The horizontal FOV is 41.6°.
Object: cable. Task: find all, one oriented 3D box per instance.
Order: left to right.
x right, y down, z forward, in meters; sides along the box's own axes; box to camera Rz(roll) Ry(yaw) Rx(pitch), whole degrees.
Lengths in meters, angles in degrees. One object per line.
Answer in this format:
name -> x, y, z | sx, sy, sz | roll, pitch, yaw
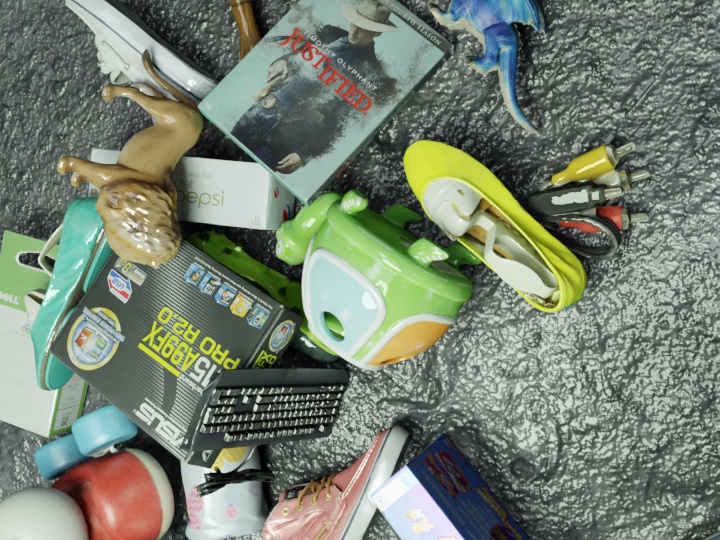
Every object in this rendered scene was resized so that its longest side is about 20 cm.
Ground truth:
cable -> 0.159, -0.055, 0.853 | 0.200, 0.050, 0.097 | -5, 108, 32

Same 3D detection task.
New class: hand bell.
hand bell -> -0.113, -0.254, 0.918 | 0.104, 0.104, 0.201 | -13, 101, 19

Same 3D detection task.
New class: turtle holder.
turtle holder -> 0.001, 0.003, 0.843 | 0.185, 0.141, 0.132 | 31, 102, 2

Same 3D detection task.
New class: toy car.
toy car -> -0.298, 0.254, 0.913 | 0.177, 0.200, 0.185 | -34, 76, 40

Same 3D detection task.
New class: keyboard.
keyboard -> -0.085, 0.146, 0.854 | 0.021, 0.200, 0.127 | 30, 102, 32

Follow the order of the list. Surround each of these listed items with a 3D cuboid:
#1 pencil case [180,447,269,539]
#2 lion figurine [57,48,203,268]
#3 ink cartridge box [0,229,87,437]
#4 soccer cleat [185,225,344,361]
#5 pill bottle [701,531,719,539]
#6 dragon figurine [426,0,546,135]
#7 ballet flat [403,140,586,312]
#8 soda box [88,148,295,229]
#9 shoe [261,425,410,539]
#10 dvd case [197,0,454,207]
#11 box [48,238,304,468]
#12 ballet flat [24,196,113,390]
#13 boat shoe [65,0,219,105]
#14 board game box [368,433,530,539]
pencil case -> -0.140, 0.162, 0.933 | 0.083, 0.091, 0.201 | -6, 93, -10
lion figurine -> -0.193, -0.106, 0.873 | 0.122, 0.072, 0.200 | 20, 73, 7
ink cartridge box -> -0.339, 0.065, 1.011 | 0.104, 0.059, 0.201 | 15, 97, 17
soccer cleat -> -0.099, 0.036, 0.930 | 0.200, 0.067, 0.081 | 36, 118, 17
pill bottle -> 0.286, 0.283, 0.770 | 0.200, 0.120, 0.120 | -32, 82, 18
dragon figurine -> 0.128, -0.224, 0.834 | 0.099, 0.059, 0.200 | -34, 80, 18
ballet flat -> 0.110, -0.036, 0.817 | 0.200, 0.067, 0.067 | 41, 130, 4
soda box -> -0.167, -0.081, 0.939 | 0.199, 0.068, 0.064 | 6, 94, 19
shoe -> -0.031, 0.221, 0.903 | 0.091, 0.071, 0.200 | 27, 105, 11
dvd case -> -0.033, -0.177, 0.878 | 0.146, 0.022, 0.200 | 42, 83, 13
box -> -0.172, 0.059, 0.871 | 0.200, 0.044, 0.160 | 31, 86, 29
ballet flat -> -0.289, 0.018, 0.934 | 0.070, 0.067, 0.200 | 27, 101, 15
boat shoe -> -0.236, -0.219, 0.954 | 0.200, 0.074, 0.067 | 39, 101, 13
board game box -> 0.104, 0.246, 0.824 | 0.045, 0.134, 0.200 | -42, 79, 16
